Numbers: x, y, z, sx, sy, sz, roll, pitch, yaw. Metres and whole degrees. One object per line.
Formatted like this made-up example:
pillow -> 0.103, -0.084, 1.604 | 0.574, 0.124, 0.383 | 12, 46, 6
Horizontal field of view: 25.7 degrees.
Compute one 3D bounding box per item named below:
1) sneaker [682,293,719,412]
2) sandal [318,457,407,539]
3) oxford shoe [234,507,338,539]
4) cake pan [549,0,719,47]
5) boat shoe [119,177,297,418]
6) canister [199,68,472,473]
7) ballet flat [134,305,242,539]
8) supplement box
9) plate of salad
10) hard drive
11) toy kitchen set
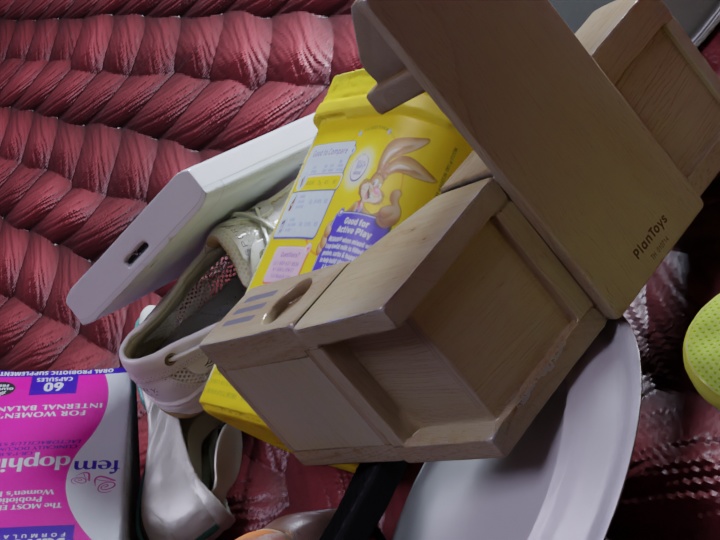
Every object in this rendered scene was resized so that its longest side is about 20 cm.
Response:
sneaker -> 0.169, 0.010, 0.517 | 0.199, 0.090, 0.079 | -14, 52, 59
sandal -> -0.007, 0.146, 0.674 | 0.075, 0.045, 0.201 | -53, 4, 48
oxford shoe -> -0.058, 0.192, 0.797 | 0.073, 0.071, 0.200 | -26, -20, -48
cake pan -> 0.137, -0.171, 0.828 | 0.200, 0.036, 0.202 | -42, 31, 33
boat shoe -> -0.062, -0.002, 0.933 | 0.200, 0.069, 0.071 | -48, 51, -6
canister -> 0.000, 0.000, 0.847 | 0.148, 0.086, 0.202 | 3, 67, 62
ballet flat -> -0.102, 0.092, 0.977 | 0.069, 0.069, 0.201 | -44, 34, 29
supplement box -> -0.186, 0.153, 0.949 | 0.201, 0.100, 0.105 | -101, 11, -60
plate of salad -> 0.063, 0.108, 0.659 | 0.201, 0.048, 0.201 | -56, 15, 22
hard drive -> -0.083, -0.041, 0.978 | 0.132, 0.026, 0.200 | -42, -6, 33
toy kitchen set -> 0.024, -0.045, 0.695 | 0.200, 0.164, 0.180 | -48, 16, -26
